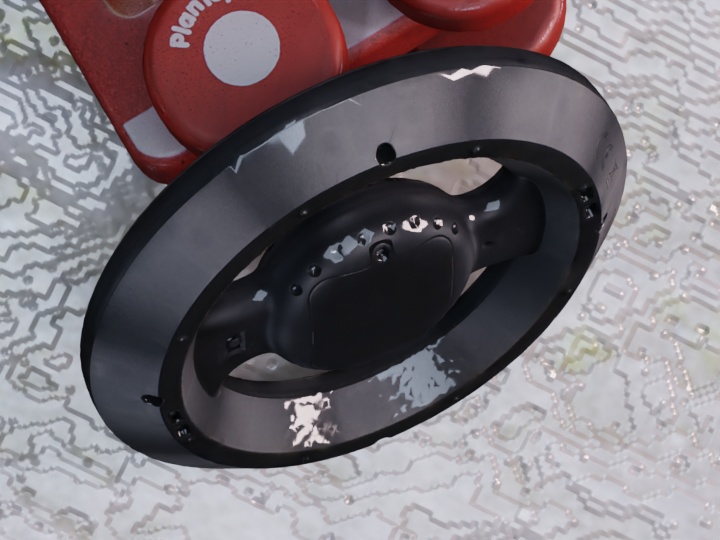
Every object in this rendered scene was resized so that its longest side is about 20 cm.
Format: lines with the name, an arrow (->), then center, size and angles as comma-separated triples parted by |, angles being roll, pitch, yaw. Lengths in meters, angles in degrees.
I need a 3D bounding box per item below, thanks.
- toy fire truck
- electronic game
toy fire truck -> -0.022, -0.125, 0.876 | 0.200, 0.112, 0.168 | -33, 79, 0
electronic game -> 0.000, 0.000, 0.860 | 0.200, 0.200, 0.042 | -30, 58, -1
